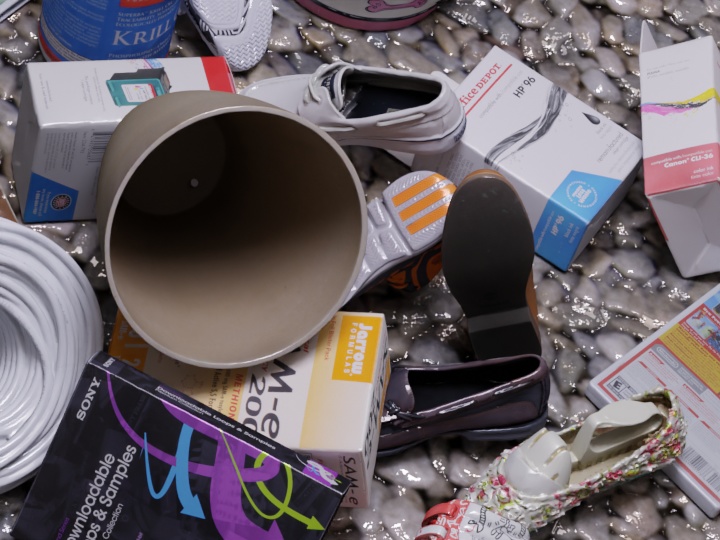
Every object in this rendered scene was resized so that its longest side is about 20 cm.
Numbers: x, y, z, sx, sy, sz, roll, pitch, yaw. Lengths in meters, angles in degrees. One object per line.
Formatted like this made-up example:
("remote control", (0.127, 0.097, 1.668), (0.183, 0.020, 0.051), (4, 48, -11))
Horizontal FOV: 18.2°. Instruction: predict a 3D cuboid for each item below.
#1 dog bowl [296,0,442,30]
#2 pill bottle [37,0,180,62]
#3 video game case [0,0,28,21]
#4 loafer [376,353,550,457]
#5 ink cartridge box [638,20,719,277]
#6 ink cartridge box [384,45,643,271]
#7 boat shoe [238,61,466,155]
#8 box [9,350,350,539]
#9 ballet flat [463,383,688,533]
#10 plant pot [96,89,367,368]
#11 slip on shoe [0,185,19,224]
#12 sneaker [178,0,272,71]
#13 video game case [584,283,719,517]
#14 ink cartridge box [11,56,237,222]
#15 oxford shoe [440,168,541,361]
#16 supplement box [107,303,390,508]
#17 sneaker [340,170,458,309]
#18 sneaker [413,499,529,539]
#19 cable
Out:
("dog bowl", (0.005, -0.295, 1.976), (0.198, 0.074, 0.201), (8, 52, -10))
("pill bottle", (-0.193, -0.247, 1.797), (0.111, 0.201, 0.113), (8, 52, -10))
("video game case", (-0.342, -0.260, 1.883), (0.143, 0.018, 0.200), (36, 52, 12))
("loafer", (0.046, 0.092, 1.683), (0.198, 0.063, 0.072), (-4, 45, -11))
("ink cartridge box", (0.281, -0.111, 1.878), (0.067, 0.117, 0.201), (-12, 49, 19))
("ink cartridge box", (0.123, -0.105, 1.867), (0.199, 0.068, 0.116), (33, 51, 11))
("boat shoe", (-0.015, -0.135, 1.809), (0.199, 0.066, 0.072), (10, 60, 23))
("box", (-0.125, 0.164, 1.544), (0.199, 0.144, 0.036), (27, 14, 5))
("ballet flat", (0.160, 0.136, 1.682), (0.199, 0.064, 0.076), (-24, 50, -23))
("plant pot", (-0.115, -0.055, 1.609), (0.186, 0.189, 0.200), (-4, 22, -19))
("slip on shoe", (-0.274, 0.012, 1.669), (0.076, 0.061, 0.201), (-23, 81, -38))
("sneaker", (-0.148, -0.259, 1.906), (0.075, 0.115, 0.201), (-27, 99, -31))
("video game case", (0.293, 0.094, 1.796), (0.199, 0.017, 0.143), (-33, 68, -33))
("ink cartridge box", (-0.164, -0.103, 1.749), (0.198, 0.117, 0.068), (-4, 53, -20))
("oxford shoe", (0.100, -0.011, 1.714), (0.071, 0.201, 0.072), (-4, 47, 7))
("supplement box", (-0.084, 0.094, 1.613), (0.198, 0.074, 0.127), (2, 50, 8))
("sneaker", (0.000, 0.000, 1.748), (0.199, 0.112, 0.078), (-25, 72, 7))
("sneaker", (0.036, 0.219, 1.589), (0.200, 0.067, 0.109), (5, 58, -19))
("cable", (-0.278, 0.060, 1.560), (0.199, 0.069, 0.202), (2, 92, -32))
